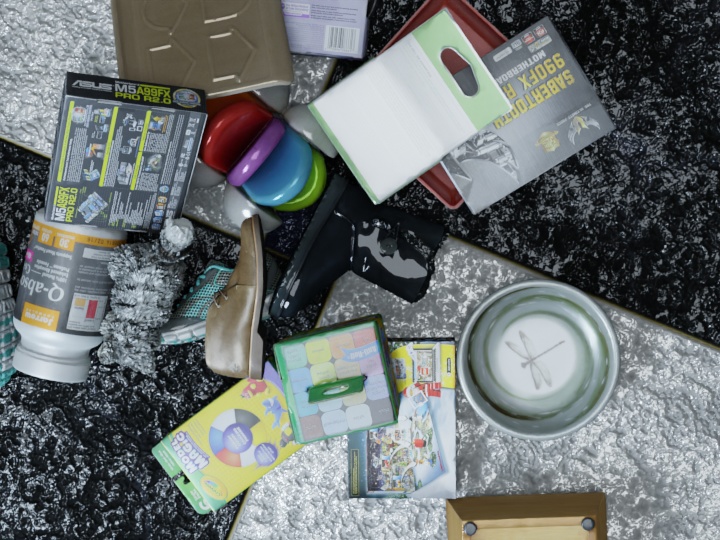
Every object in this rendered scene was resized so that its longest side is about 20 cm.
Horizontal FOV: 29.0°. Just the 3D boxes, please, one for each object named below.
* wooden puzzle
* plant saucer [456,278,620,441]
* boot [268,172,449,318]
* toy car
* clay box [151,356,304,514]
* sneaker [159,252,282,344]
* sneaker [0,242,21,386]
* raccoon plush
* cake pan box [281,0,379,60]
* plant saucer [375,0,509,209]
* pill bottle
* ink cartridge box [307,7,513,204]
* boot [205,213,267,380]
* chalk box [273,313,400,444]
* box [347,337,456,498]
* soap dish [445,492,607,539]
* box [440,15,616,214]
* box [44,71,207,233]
[{"bbox_3d":[-0.187,-0.274,1.641,0.200,0.046,0.185,-9,65,-3],"label":"wooden puzzle"},{"bbox_3d":[0.219,0.108,1.721,0.200,0.050,0.200,0,95,4],"label":"plant saucer"},{"bbox_3d":[0.000,0.000,1.690,0.168,0.076,0.200,28,76,-4],"label":"boot"},{"bbox_3d":[-0.130,-0.150,1.673,0.200,0.150,0.175,41,95,0],"label":"toy car"},{"bbox_3d":[-0.158,0.214,1.753,0.200,0.048,0.115,-37,91,4],"label":"clay box"},{"bbox_3d":[-0.185,0.033,1.736,0.200,0.078,0.091,-17,85,-3],"label":"sneaker"},{"bbox_3d":[-0.485,0.050,1.752,0.091,0.078,0.200,-8,90,20],"label":"sneaker"},{"bbox_3d":[-0.257,0.033,1.623,0.097,0.200,0.134,11,62,-7],"label":"raccoon plush"},{"bbox_3d":[-0.075,-0.357,1.705,0.200,0.052,0.184,5,96,3],"label":"cake pan box"},{"bbox_3d":[0.109,-0.212,1.711,0.200,0.037,0.200,42,96,0],"label":"plant saucer"},{"bbox_3d":[-0.363,0.030,1.718,0.116,0.116,0.200,13,95,2],"label":"pill bottle"},{"bbox_3d":[0.059,-0.191,1.626,0.200,0.048,0.146,-34,92,13],"label":"ink cartridge box"},{"bbox_3d":[-0.148,0.031,1.661,0.075,0.074,0.200,4,98,3],"label":"boot"},{"bbox_3d":[-0.026,0.126,1.621,0.124,0.200,0.124,-12,90,2],"label":"chalk box"},{"bbox_3d":[0.052,0.184,1.742,0.136,0.038,0.200,0,94,4],"label":"box"},{"bbox_3d":[0.209,0.360,1.725,0.200,0.081,0.158,-2,94,3],"label":"soap dish"},{"bbox_3d":[0.179,-0.184,1.666,0.200,0.048,0.158,-31,91,6],"label":"box"},{"bbox_3d":[-0.274,-0.131,1.608,0.160,0.044,0.200,6,135,-16],"label":"box"}]
